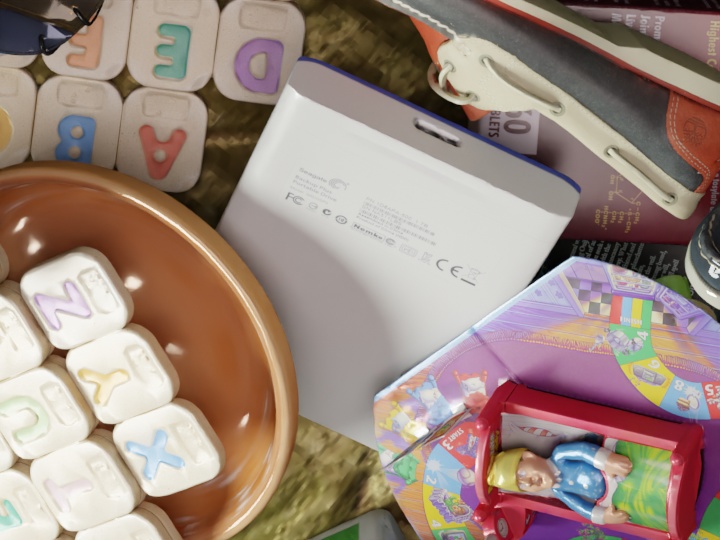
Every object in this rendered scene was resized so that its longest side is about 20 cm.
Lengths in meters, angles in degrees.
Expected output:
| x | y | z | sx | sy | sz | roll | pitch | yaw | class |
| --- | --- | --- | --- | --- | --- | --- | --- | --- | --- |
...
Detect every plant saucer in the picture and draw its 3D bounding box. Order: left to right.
| x | y | z | sx | sy | sz | roll | pitch | yaw | class |
| --- | --- | --- | --- | --- | --- | --- | --- | --- | --- |
| -0.115 | 0.037 | 1.257 | 0.200 | 0.037 | 0.200 | 13 | 123 | 21 | plant saucer |

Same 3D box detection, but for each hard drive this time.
| x | y | z | sx | sy | sz | roll | pitch | yaw | class |
| --- | --- | --- | --- | --- | --- | --- | --- | --- | --- |
| 0.000 | 0.000 | 1.228 | 0.132 | 0.025 | 0.200 | 25 | 140 | -4 | hard drive |

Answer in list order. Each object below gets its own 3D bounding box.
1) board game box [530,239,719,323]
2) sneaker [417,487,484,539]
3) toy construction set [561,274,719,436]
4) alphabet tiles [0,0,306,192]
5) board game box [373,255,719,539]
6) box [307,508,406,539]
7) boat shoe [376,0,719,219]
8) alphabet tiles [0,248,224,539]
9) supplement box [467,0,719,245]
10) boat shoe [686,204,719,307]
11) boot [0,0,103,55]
| x | y | z | sx | sy | sz | roll | pitch | yaw | class |
| --- | --- | --- | --- | --- | --- | --- | --- | --- | --- |
| 0.141 | -0.054 | 1.276 | 0.135 | 0.028 | 0.200 | 19 | 105 | -6 | board game box |
| 0.077 | 0.146 | 1.311 | 0.146 | 0.081 | 0.200 | 23 | 108 | 2 | sneaker |
| 0.199 | 0.037 | 1.213 | 0.200 | 0.131 | 0.092 | -5 | 74 | 29 | toy construction set |
| -0.122 | -0.136 | 1.257 | 0.200 | 0.015 | 0.196 | 8 | 105 | -4 | alphabet tiles |
| 0.092 | 0.092 | 1.201 | 0.158 | 0.039 | 0.200 | 50 | 127 | -5 | board game box |
| -0.020 | 0.252 | 1.269 | 0.171 | 0.199 | 0.200 | -26 | 102 | 6 | box |
| 0.066 | -0.087 | 1.155 | 0.200 | 0.071 | 0.063 | 24 | 105 | -11 | boat shoe |
| -0.162 | 0.069 | 1.258 | 0.196 | 0.015 | 0.200 | -21 | 107 | 35 | alphabet tiles |
| 0.149 | -0.068 | 1.226 | 0.200 | 0.061 | 0.109 | 2 | 105 | -3 | supplement box |
| 0.229 | -0.042 | 1.148 | 0.200 | 0.075 | 0.062 | -19 | 149 | -5 | boat shoe |
| -0.114 | -0.133 | 1.221 | 0.200 | 0.075 | 0.097 | 19 | 112 | 3 | boot |
